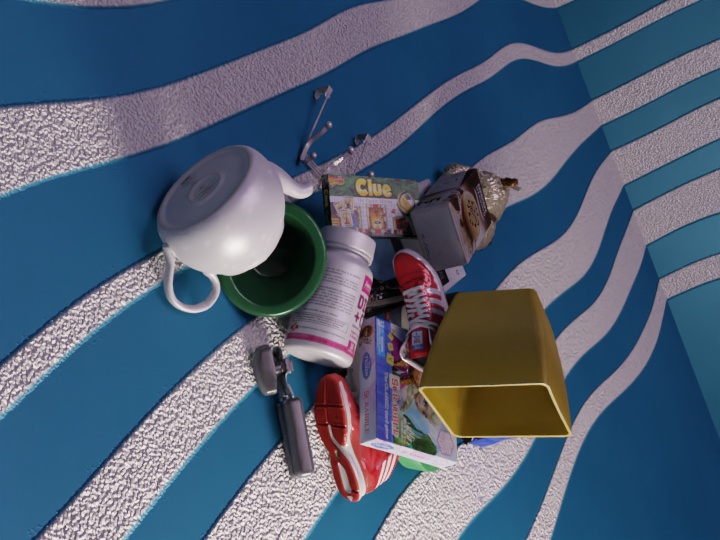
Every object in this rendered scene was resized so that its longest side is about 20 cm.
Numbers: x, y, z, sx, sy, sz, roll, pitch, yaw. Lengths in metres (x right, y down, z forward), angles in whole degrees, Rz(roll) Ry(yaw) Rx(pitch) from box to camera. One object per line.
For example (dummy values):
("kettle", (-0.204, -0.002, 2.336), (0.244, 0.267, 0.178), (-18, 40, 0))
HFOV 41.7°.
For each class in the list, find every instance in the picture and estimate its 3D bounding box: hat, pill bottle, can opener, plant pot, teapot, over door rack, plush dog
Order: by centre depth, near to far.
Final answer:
("teapot", (-0.180, -0.062, 1.321), (0.147, 0.197, 0.200), (54, 26, -35))
("can opener", (-0.115, 0.210, 1.410), (0.065, 0.053, 0.204), (-12, 81, -24))
("plant pot", (0.219, 0.140, 1.483), (0.201, 0.196, 0.179), (54, 38, -52))
("pill bottle", (-0.044, 0.041, 1.487), (0.113, 0.112, 0.204), (31, 68, -46))
("hat", (-0.143, -0.031, 1.495), (0.165, 0.176, 0.201), (42, 83, -11))
("over door rack", (-0.035, -0.231, 1.740), (0.148, 0.066, 0.203), (46, 39, -36))
("plush dog", (0.268, -0.128, 2.112), (0.199, 0.159, 0.175), (24, 80, -48))

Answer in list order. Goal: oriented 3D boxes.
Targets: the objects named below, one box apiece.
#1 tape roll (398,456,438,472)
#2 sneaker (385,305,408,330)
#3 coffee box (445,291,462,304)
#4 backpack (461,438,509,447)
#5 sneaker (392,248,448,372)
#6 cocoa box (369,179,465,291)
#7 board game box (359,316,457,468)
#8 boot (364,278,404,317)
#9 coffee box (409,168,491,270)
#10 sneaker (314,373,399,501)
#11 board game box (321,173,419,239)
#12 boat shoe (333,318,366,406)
("tape roll", (0.119, 0.253, 1.684), (0.199, 0.047, 0.205), (-8, 99, -60))
("sneaker", (0.066, 0.139, 1.709), (0.075, 0.083, 0.204), (-23, 117, -57))
("coffee box", (0.192, 0.151, 1.733), (0.202, 0.043, 0.125), (66, 18, -45))
("backpack", (0.307, 0.255, 1.894), (0.167, 0.197, 0.166), (16, 60, -53))
("sneaker", (0.093, 0.070, 1.526), (0.112, 0.070, 0.203), (-35, 101, -55))
("cocoa box", (0.086, -0.046, 1.769), (0.133, 0.130, 0.203), (-30, 99, -57))
("board game box", (0.078, 0.199, 1.533), (0.198, 0.041, 0.204), (24, 55, -41))
("boot", (0.000, 0.000, 1.604), (0.200, 0.073, 0.157), (-11, 78, -22))
("coffee box", (0.166, -0.094, 1.694), (0.115, 0.078, 0.200), (70, 26, -17))
("sneaker", (-0.002, 0.252, 1.507), (0.114, 0.078, 0.204), (-17, 101, -42))
("board game box", (0.023, -0.107, 1.619), (0.197, 0.023, 0.107), (-1, 79, -37))
("boat shoe", (-0.017, 0.182, 1.557), (0.068, 0.071, 0.205), (-5, 94, -19))
